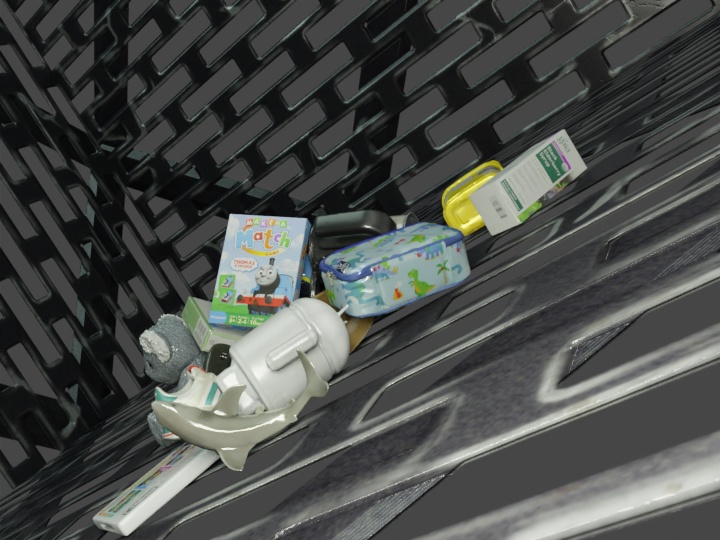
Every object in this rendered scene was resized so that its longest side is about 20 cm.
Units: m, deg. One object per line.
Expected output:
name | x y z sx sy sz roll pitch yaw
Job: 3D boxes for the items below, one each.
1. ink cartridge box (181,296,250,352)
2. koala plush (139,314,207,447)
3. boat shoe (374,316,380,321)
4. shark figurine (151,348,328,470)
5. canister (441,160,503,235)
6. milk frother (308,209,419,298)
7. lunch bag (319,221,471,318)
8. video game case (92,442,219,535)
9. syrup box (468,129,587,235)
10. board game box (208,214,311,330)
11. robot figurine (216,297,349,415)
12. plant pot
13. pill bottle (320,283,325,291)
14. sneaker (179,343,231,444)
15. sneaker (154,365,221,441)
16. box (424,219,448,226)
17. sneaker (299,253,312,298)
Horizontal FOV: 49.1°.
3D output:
ink cartridge box | -0.222 0.116 1.481 0.145 0.197 0.049 40 109 54
koala plush | -0.325 0.177 1.449 0.182 0.202 0.177 -32 5 10
boat shoe | 0.056 0.022 1.270 0.199 0.071 0.091 -36 11 21
shark figurine | -0.125 0.188 0.921 0.210 0.130 0.090 -16 32 3
canister | 0.231 -0.143 1.562 0.147 0.087 0.200 -33 6 13
milk frother | 0.000 0.000 1.395 0.184 0.205 0.180 -3 -6 22
lunch bag | 0.045 -0.005 1.137 0.196 0.084 0.160 -20 14 -15
video game case | -0.261 0.281 1.073 0.199 0.024 0.181 -38 6 -31
syrup box | 0.280 -0.148 1.310 0.199 0.080 0.081 -36 6 -30
board game box | -0.175 0.004 1.381 0.148 0.204 0.037 4 -19 14
robot figurine | -0.095 0.115 1.047 0.198 0.114 0.170 -35 -3 -14
plant pot | -0.063 0.088 1.203 0.198 0.028 0.201 -31 26 16
pill bottle | -0.030 0.006 1.676 0.111 0.113 0.200 -30 7 33
sneaker | -0.254 0.227 1.301 0.201 0.075 0.116 -80 8 -51
sneaker | -0.212 0.177 1.176 0.197 0.095 0.070 -21 -2 -25
box | 0.066 -0.049 1.556 0.196 0.047 0.159 -6 16 22
sneaker | -0.105 0.050 1.513 0.202 0.064 0.080 93 -177 -50
